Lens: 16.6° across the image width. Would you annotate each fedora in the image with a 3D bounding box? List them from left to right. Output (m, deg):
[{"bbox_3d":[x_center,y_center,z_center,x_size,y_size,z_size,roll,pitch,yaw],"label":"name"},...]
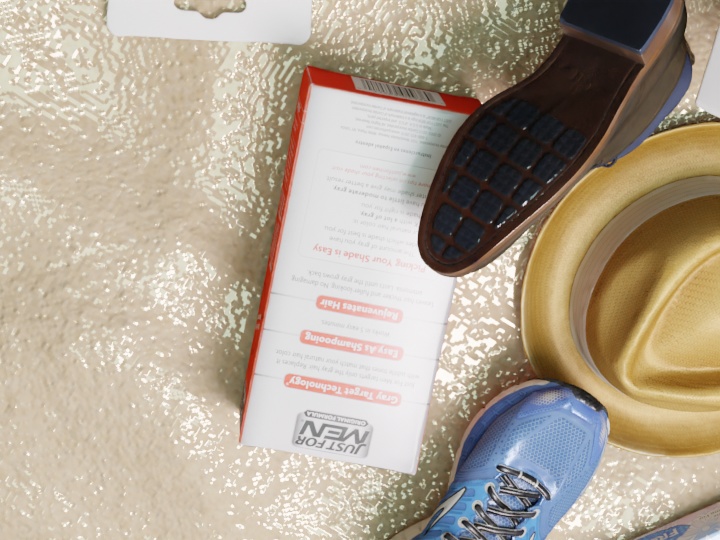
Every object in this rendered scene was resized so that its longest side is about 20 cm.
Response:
[{"bbox_3d":[0.187,0.020,1.327,0.200,0.082,0.201,-1,105,-3],"label":"fedora"}]

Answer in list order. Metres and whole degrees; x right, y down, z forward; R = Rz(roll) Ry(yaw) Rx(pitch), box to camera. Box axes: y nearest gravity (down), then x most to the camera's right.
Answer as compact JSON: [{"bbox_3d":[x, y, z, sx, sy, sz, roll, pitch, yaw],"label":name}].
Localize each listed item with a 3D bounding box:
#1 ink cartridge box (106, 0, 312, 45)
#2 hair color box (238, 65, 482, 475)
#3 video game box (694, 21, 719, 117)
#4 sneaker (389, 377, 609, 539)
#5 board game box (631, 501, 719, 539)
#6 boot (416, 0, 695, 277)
[{"bbox_3d":[-0.074,-0.211,1.257,0.115,0.068,0.201,2,105,-4],"label":"ink cartridge box"},{"bbox_3d":[0.000,0.000,1.322,0.101,0.061,0.201,11,103,-6],"label":"hair color box"},{"bbox_3d":[0.270,-0.165,1.257,0.182,0.047,0.201,5,107,-40],"label":"video game box"},{"bbox_3d":[0.070,0.147,1.339,0.078,0.089,0.200,30,109,-12],"label":"sneaker"},{"bbox_3d":[0.227,0.230,1.406,0.199,0.043,0.200,-24,105,1],"label":"board game box"},{"bbox_3d":[0.111,-0.064,1.274,0.075,0.097,0.200,34,83,31],"label":"boot"}]
